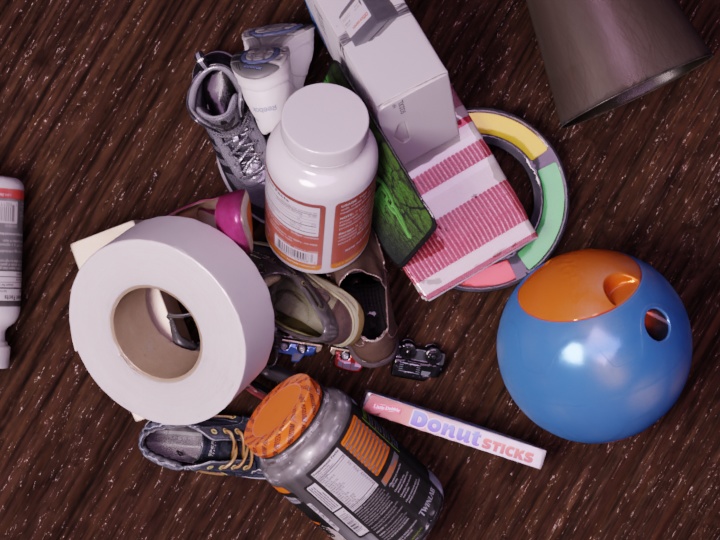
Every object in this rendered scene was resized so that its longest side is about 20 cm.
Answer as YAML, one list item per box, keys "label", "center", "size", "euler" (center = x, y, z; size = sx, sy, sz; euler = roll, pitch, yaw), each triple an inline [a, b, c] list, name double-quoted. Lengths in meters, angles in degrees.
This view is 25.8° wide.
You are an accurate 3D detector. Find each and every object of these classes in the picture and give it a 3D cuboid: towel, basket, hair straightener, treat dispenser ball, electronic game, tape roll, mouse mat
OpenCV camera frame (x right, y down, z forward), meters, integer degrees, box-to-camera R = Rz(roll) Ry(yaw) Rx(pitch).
- label: "towel"
  center: [0.080, -0.086, 1.676]
  size: [0.144, 0.023, 0.200]
  euler: [-30, 84, 3]
- label: "basket"
  center: [0.250, -0.278, 1.665]
  size: [0.180, 0.136, 0.201]
  euler: [-25, 86, -5]
- label: "hair straightener"
  center: [-0.115, 0.087, 1.666]
  size: [0.200, 0.041, 0.077]
  euler: [32, 96, -19]
- label: "treat dispenser ball"
  center: [0.241, 0.078, 1.625]
  size: [0.200, 0.201, 0.202]
  euler: [0, 90, -1]
- label: "electronic game"
  center: [0.127, -0.076, 1.703]
  size: [0.199, 0.042, 0.201]
  euler: [0, 90, -2]
- label: "tape roll"
  center: [-0.189, 0.050, 1.569]
  size: [0.202, 0.071, 0.203]
  euler: [10, 116, 20]
- label: "mouse mat"
  center: [0.008, -0.105, 1.611]
  size: [0.008, 0.161, 0.200]
  euler: [-27, 81, -19]

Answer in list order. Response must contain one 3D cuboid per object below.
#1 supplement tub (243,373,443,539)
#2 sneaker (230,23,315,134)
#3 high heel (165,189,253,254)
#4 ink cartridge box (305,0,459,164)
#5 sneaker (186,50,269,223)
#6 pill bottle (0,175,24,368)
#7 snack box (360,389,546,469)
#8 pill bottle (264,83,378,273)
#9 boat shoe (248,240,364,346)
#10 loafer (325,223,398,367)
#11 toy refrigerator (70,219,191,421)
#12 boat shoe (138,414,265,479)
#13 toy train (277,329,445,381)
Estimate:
- label: "supplement tub"
  center: [-0.019, 0.205, 1.631]
  size: [0.123, 0.123, 0.200]
  euler: [-46, 110, -1]
- label: "sneaker"
  center: [-0.089, -0.203, 1.634]
  size: [0.074, 0.200, 0.087]
  euler: [-3, 115, 14]
- label: "high heel"
  center: [-0.161, -0.049, 1.618]
  size: [0.096, 0.200, 0.068]
  euler: [-4, 95, -7]
- label: "ink cartridge box"
  center: [0.018, -0.228, 1.618]
  size: [0.084, 0.145, 0.200]
  euler: [-27, 67, -2]
- label: "sneaker"
  center: [-0.131, -0.139, 1.659]
  size: [0.075, 0.114, 0.201]
  euler: [-24, 90, 6]
- label: "pill bottle"
  center: [-0.415, 0.001, 1.654]
  size: [0.115, 0.116, 0.201]
  euler: [2, 90, -1]
- label: "snack box"
  center: [0.098, 0.169, 1.685]
  size: [0.199, 0.072, 0.024]
  euler: [18, 88, -1]
- label: "pill bottle"
  center: [-0.039, -0.092, 1.569]
  size: [0.112, 0.200, 0.113]
  euler: [2, 58, -3]
- label: "boat shoe"
  center: [-0.086, 0.021, 1.643]
  size: [0.201, 0.066, 0.072]
  euler: [29, 105, 32]
- label: "loafer"
  center: [0.000, 0.000, 1.670]
  size: [0.073, 0.071, 0.201]
  euler: [-17, 75, -8]
- label: "toy refrigerator"
  center: [-0.234, 0.052, 1.683]
  size: [0.076, 0.070, 0.201]
  euler: [-21, 90, 6]
- label: "boat shoe"
  center: [-0.137, 0.190, 1.671]
  size: [0.199, 0.091, 0.071]
  euler: [3, 90, -1]
- label: "toy train"
  center: [-0.008, 0.088, 1.705]
  size: [0.199, 0.034, 0.046]
  euler: [11, 100, -2]
